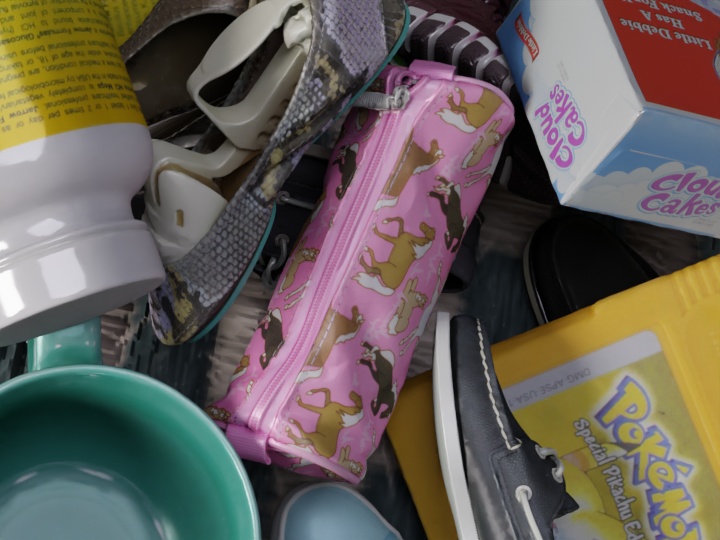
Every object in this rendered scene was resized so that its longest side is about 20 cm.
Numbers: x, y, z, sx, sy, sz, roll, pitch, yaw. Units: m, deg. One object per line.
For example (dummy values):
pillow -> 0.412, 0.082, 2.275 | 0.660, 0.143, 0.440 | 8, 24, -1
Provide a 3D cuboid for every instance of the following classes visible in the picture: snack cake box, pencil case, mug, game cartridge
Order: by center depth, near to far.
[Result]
mug -> -0.120, 0.115, 0.795 | 0.152, 0.114, 0.185 | 29, 69, -3
pencil case -> 0.000, 0.000, 0.820 | 0.086, 0.083, 0.200 | 26, 84, -28
snack cake box -> 0.175, -0.075, 0.845 | 0.200, 0.067, 0.115 | 10, 47, -29
game cartridge -> 0.128, 0.103, 0.855 | 0.200, 0.032, 0.176 | -23, 79, 12

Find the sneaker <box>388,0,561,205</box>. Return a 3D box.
sneaker -> 0.070, -0.124, 0.913 | 0.200, 0.076, 0.116 | 40, 59, 22

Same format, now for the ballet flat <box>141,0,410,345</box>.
ballet flat -> -0.058, -0.056, 0.797 | 0.072, 0.072, 0.200 | 34, 108, -2

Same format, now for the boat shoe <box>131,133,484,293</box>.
boat shoe -> -0.033, -0.024, 0.880 | 0.200, 0.073, 0.063 | 4, 70, -17

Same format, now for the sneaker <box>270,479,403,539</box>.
sneaker -> 0.019, 0.186, 0.824 | 0.074, 0.082, 0.200 | -21, 80, -19

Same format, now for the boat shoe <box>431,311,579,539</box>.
boat shoe -> 0.071, 0.114, 0.819 | 0.060, 0.076, 0.200 | -9, 84, 3

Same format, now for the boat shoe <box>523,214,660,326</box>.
boat shoe -> 0.155, 0.053, 0.908 | 0.074, 0.063, 0.201 | -28, 80, -18

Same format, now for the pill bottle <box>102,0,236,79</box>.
pill bottle -> -0.141, -0.130, 0.862 | 0.200, 0.114, 0.114 | -17, 79, -18

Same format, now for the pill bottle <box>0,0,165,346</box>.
pill bottle -> -0.153, -0.075, 0.733 | 0.112, 0.112, 0.200 | -19, 84, -18

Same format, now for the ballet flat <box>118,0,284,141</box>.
ballet flat -> -0.098, -0.080, 0.814 | 0.200, 0.067, 0.046 | -32, 38, -3
